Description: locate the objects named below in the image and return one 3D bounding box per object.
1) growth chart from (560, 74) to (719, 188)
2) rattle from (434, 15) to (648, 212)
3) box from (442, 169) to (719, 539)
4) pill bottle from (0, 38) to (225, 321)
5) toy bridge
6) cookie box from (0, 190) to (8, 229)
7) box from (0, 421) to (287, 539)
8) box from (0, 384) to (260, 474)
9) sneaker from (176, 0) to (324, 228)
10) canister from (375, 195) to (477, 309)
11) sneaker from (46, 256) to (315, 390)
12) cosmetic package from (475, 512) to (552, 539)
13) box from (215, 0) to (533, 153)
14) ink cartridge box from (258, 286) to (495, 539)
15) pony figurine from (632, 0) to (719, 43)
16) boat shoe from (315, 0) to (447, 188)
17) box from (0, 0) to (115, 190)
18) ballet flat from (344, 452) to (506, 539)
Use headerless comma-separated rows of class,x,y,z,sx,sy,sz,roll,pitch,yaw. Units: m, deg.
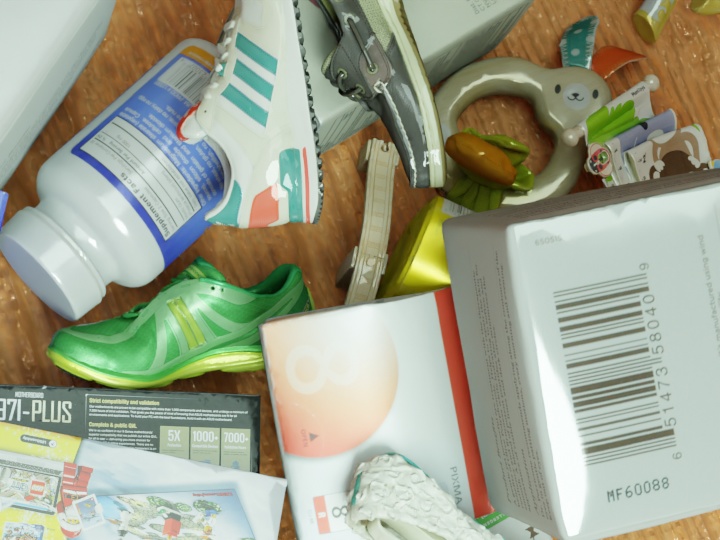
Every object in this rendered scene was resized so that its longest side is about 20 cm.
growth chart,0.238,-0.050,1.676,0.200,0.018,0.145,55,47,-7
rattle,0.135,-0.133,1.650,0.200,0.143,0.130,-34,63,-10
box,0.177,0.047,1.430,0.199,0.171,0.200,-11,94,-13
pill bottle,-0.154,-0.060,1.577,0.112,0.112,0.200,46,72,1
toy bridge,0.000,0.000,1.621,0.027,0.067,0.201,14,73,-9
cookie box,-0.288,0.041,1.474,0.075,0.200,0.172,15,74,-9
box,-0.157,0.185,1.464,0.199,0.038,0.137,13,74,-10
box,-0.172,0.166,1.530,0.199,0.086,0.165,2,77,-13
sneaker,-0.081,-0.124,1.508,0.093,0.070,0.201,-9,89,-4
canister,0.119,0.028,1.600,0.199,0.149,0.087,24,78,-4
sneaker,-0.126,0.033,1.569,0.199,0.074,0.084,-9,105,-26
cosmetic package,0.091,0.231,1.576,0.107,0.085,0.200,-29,83,-13
box,0.009,-0.178,1.634,0.200,0.128,0.109,-32,85,-18
ink cartridge box,0.043,0.096,1.506,0.199,0.050,0.163,-10,93,4
pony figurine,0.272,-0.297,1.728,0.200,0.166,0.193,-38,119,-22
boat shoe,0.004,-0.144,1.525,0.066,0.072,0.202,-17,81,-6
box,-0.295,-0.169,1.538,0.200,0.171,0.199,33,72,-4
ballet flat,0.067,0.200,1.464,0.200,0.072,0.072,38,72,-6
